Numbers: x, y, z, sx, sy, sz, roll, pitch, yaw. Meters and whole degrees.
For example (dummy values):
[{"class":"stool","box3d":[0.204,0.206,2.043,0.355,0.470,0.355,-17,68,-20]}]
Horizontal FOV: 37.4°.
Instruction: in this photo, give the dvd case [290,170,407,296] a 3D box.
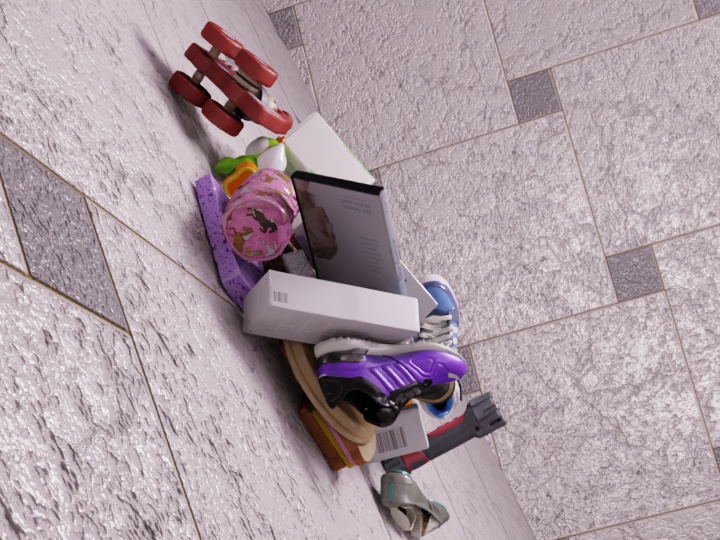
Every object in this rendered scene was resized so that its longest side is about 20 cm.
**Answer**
[{"class":"dvd case","box3d":[-0.010,-0.026,1.335,0.141,0.018,0.202,14,-48,36]}]

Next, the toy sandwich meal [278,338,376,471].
[{"class":"toy sandwich meal","box3d":[-0.049,0.153,1.352,0.206,0.070,0.206,49,16,-20]}]

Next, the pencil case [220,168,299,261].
[{"class":"pencil case","box3d":[-0.122,-0.072,1.340,0.083,0.086,0.200,57,10,-13]}]

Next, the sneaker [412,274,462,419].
[{"class":"sneaker","box3d":[0.119,0.125,1.608,0.147,0.079,0.203,-101,-171,-63]}]

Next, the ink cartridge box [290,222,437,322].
[{"class":"ink cartridge box","box3d":[0.000,0.000,1.482,0.200,0.083,0.146,49,-10,-9]}]

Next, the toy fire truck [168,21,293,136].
[{"class":"toy fire truck","box3d":[-0.173,-0.266,1.582,0.200,0.113,0.167,42,12,29]}]

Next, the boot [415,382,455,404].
[{"class":"boot","box3d":[0.022,0.126,1.443,0.138,0.197,0.079,44,52,-69]}]

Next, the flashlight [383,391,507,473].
[{"class":"flashlight","box3d":[0.125,0.252,1.652,0.068,0.198,0.068,59,6,-3]}]

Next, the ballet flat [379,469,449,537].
[{"class":"ballet flat","box3d":[0.075,0.351,1.542,0.200,0.067,0.064,52,39,-51]}]

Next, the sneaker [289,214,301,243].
[{"class":"sneaker","box3d":[-0.111,-0.056,1.679,0.201,0.080,0.077,88,-22,-59]}]

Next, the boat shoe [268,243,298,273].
[{"class":"boat shoe","box3d":[-0.087,0.041,1.415,0.201,0.067,0.073,65,11,-50]}]

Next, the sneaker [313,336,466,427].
[{"class":"sneaker","box3d":[0.039,0.141,1.284,0.070,0.197,0.101,132,-43,-56]}]

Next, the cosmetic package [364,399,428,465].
[{"class":"cosmetic package","box3d":[0.036,0.196,1.579,0.200,0.100,0.072,-102,177,-69]}]

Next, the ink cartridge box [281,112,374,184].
[{"class":"ink cartridge box","box3d":[-0.080,-0.145,1.725,0.146,0.084,0.200,48,-24,-1]}]

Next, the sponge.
[{"class":"sponge","box3d":[-0.159,-0.026,1.364,0.112,0.030,0.201,55,10,-46]}]

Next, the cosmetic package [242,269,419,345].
[{"class":"cosmetic package","box3d":[-0.035,0.053,1.275,0.198,0.083,0.051,12,58,-26]}]

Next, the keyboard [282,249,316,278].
[{"class":"keyboard","box3d":[-0.043,0.068,1.337,0.202,0.011,0.056,64,19,3]}]

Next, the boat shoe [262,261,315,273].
[{"class":"boat shoe","box3d":[-0.095,-0.006,1.579,0.069,0.071,0.200,64,7,11]}]

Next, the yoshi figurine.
[{"class":"yoshi figurine","box3d":[-0.155,-0.132,1.556,0.200,0.110,0.114,-94,174,-67]}]
